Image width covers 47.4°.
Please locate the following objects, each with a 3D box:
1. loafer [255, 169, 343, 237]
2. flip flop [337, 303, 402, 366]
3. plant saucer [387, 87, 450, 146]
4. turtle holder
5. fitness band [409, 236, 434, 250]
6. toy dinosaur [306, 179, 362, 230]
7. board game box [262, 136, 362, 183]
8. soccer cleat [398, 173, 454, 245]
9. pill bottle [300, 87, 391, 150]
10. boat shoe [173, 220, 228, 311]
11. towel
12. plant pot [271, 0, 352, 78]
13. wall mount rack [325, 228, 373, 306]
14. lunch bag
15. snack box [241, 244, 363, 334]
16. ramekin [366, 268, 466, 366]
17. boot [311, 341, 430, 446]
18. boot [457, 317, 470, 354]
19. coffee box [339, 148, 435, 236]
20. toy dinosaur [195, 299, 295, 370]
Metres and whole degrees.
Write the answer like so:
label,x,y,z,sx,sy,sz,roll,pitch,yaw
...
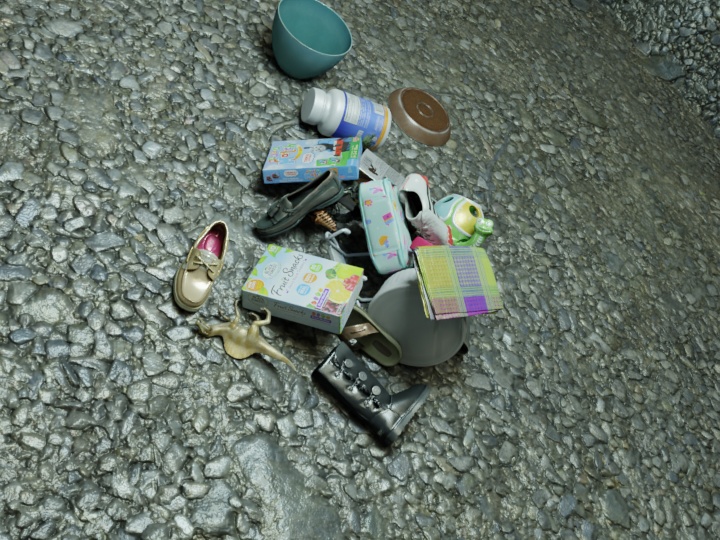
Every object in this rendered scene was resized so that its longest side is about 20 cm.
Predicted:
label,x,y,z,sx,sy,sz,roll,pitch,yaw
loafer,-0.131,-0.141,1.665,0.199,0.063,0.072,-30,48,-5
flip flop,-0.003,0.129,1.604,0.200,0.081,0.058,38,31,-12
plant saucer,0.165,-0.420,2.187,0.199,0.035,0.202,18,48,-21
turtle holder,0.216,-0.100,1.849,0.140,0.133,0.186,27,0,-1
fitness band,0.170,-0.013,1.693,0.143,0.038,0.200,39,1,16
toy dinosaur,-0.067,-0.133,1.734,0.134,0.103,0.201,-10,52,-4
board game box,-0.100,-0.237,1.755,0.198,0.037,0.152,-3,32,6
soccer cleat,0.136,-0.108,1.739,0.085,0.068,0.201,-44,118,-45
pill bottle,-0.036,-0.363,1.944,0.198,0.112,0.113,13,50,-26
boat shoe,-0.292,-0.016,1.521,0.073,0.069,0.201,24,46,-17
towel,0.185,0.021,1.568,0.199,0.023,0.145,-4,73,-39
plant pot,-0.137,-0.550,2.003,0.199,0.135,0.201,19,48,-22
wall mount rack,0.000,0.000,1.718,0.174,0.074,0.201,35,31,-59
lunch bag,0.057,-0.095,1.713,0.160,0.076,0.202,1,77,-77
snack box,-0.109,0.033,1.567,0.198,0.053,0.143,15,42,11
ramekin,0.116,0.087,1.644,0.201,0.203,0.094,32,33,-9
boot,0.024,0.214,1.573,0.200,0.066,0.165,41,42,5
boot,0.178,0.067,1.798,0.181,0.073,0.201,31,51,-8
coffee box,0.053,-0.161,1.847,0.199,0.113,0.080,37,43,-5
toy dinosaur,-0.203,0.119,1.502,0.199,0.058,0.102,23,61,-8
